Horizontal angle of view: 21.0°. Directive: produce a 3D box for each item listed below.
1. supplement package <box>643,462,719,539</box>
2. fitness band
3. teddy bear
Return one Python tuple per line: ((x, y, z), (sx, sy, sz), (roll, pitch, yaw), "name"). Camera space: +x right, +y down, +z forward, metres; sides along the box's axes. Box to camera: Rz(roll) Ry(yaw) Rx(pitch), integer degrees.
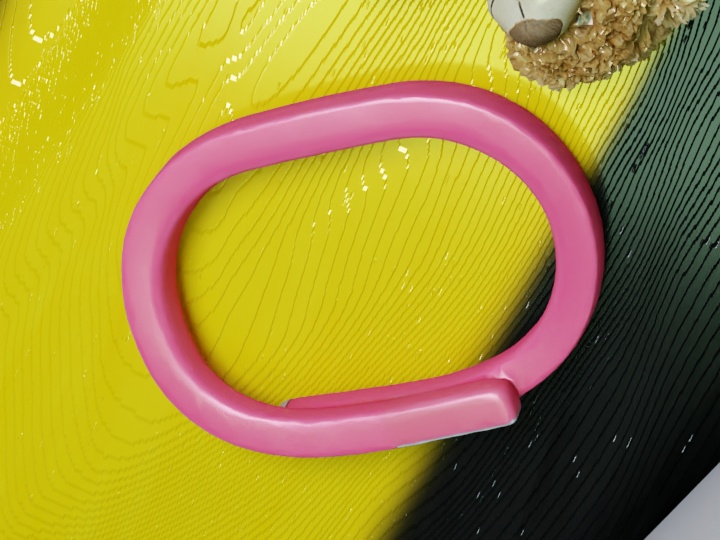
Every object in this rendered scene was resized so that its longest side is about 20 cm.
((0.158, 0.157, 0.752), (0.121, 0.120, 0.200), (39, 113, -3), "supplement package")
((0.000, 0.000, 0.787), (0.199, 0.037, 0.145), (-11, 102, 16), "fitness band")
((0.044, -0.156, 0.704), (0.144, 0.067, 0.201), (-10, 105, 19), "teddy bear")
